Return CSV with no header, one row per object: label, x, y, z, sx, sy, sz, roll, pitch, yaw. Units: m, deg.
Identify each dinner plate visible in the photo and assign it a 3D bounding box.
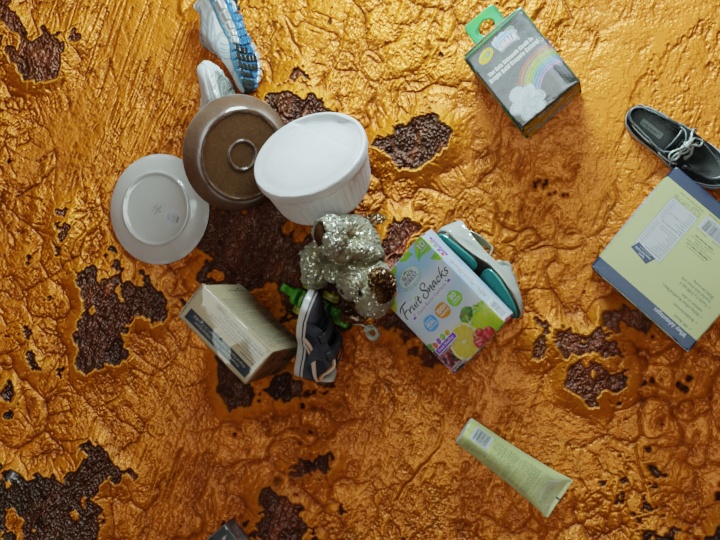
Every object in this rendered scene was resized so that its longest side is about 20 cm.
dinner plate,-0.372,-0.113,1.862,0.197,0.024,0.204,0,91,12

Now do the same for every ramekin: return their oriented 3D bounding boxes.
ramekin,-0.072,-0.165,1.716,0.199,0.095,0.205,-12,47,13

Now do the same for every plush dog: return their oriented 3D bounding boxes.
plush dog,0.000,0.000,1.694,0.158,0.200,0.174,-18,74,-24

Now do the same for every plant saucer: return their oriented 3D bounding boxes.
plant saucer,-0.208,-0.201,1.756,0.197,0.034,0.204,-6,104,-26

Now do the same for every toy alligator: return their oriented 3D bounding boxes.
toy alligator,-0.058,0.071,1.774,0.198,0.054,0.060,27,97,11

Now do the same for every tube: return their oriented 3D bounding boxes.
tube,0.253,0.327,1.711,0.199,0.052,0.058,34,139,7

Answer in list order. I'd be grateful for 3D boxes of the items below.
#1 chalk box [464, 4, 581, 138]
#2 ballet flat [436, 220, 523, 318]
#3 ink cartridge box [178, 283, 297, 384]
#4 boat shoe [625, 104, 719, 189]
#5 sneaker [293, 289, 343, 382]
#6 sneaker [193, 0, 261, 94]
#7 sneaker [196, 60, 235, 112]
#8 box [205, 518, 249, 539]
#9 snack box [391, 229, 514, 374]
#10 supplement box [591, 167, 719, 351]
chalk box,0.254,-0.338,1.666,0.124,0.124,0.201,-38,82,11
ballet flat,0.214,-0.010,1.708,0.069,0.069,0.200,-46,81,9
ink cartridge box,-0.200,0.104,1.732,0.164,0.200,0.075,43,98,10
boat shoe,0.514,-0.202,1.632,0.199,0.068,0.074,43,99,9
sneaker,-0.067,0.114,1.730,0.078,0.079,0.202,16,139,9
sneaker,-0.242,-0.404,1.814,0.086,0.075,0.203,-22,85,30
sneaker,-0.263,-0.265,1.795,0.098,0.078,0.203,-11,103,22
box,-0.230,0.576,1.820,0.158,0.048,0.201,-41,82,11
snack box,0.138,0.053,1.707,0.200,0.053,0.143,46,121,9
supplement box,0.501,-0.017,1.603,0.200,0.134,0.200,42,99,9
